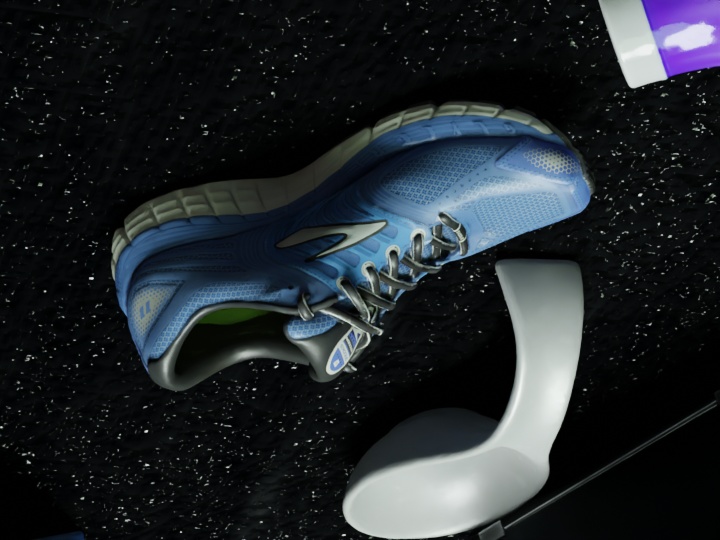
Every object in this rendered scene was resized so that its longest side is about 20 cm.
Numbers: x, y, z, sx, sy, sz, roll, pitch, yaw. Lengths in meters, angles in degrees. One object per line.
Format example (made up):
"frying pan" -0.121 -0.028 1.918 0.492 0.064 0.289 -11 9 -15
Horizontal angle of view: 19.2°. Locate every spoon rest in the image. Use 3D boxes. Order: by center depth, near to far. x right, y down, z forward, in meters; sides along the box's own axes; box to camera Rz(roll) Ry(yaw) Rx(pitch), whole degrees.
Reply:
"spoon rest" 0.054 0.076 0.991 0.099 0.061 0.200 1 143 -19

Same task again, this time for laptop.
"laptop" 0.151 0.142 1.023 0.187 0.116 0.200 -34 152 27

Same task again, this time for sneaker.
"sneaker" 0.000 0.000 0.845 0.200 0.089 0.079 -20 145 12

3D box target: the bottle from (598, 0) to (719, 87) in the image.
"bottle" 0.180 -0.117 0.735 0.200 0.084 0.065 -19 144 10

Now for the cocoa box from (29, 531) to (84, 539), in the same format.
"cocoa box" -0.224 0.212 1.010 0.199 0.132 0.133 -15 176 5
